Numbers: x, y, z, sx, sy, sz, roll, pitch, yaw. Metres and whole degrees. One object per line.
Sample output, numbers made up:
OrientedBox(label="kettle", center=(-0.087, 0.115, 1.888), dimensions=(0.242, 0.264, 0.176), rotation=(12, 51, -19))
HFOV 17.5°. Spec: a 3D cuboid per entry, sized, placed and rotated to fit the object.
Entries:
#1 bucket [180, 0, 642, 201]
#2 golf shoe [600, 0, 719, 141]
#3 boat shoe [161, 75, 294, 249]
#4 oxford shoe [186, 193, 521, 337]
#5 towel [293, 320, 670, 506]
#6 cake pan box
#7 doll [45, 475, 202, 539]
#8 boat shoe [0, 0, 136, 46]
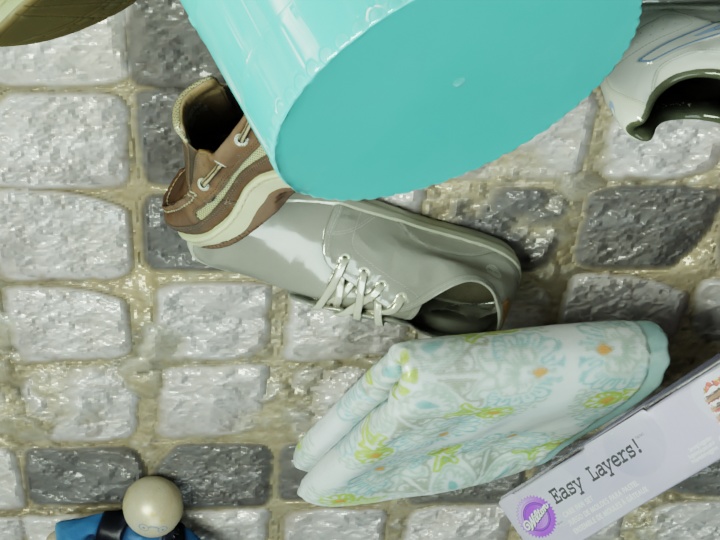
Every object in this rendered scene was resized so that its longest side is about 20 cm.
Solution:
OrientedBox(label="bucket", center=(0.018, -0.135, 1.020), dimensions=(0.206, 0.135, 0.207), rotation=(-22, 157, -10))
OrientedBox(label="golf shoe", center=(0.213, -0.102, 1.145), dimensions=(0.198, 0.098, 0.079), rotation=(-7, 143, 7))
OrientedBox(label="boat shoe", center=(-0.061, -0.071, 1.185), dimensions=(0.075, 0.075, 0.202), rotation=(34, 151, -17))
OrientedBox(label="oxford shoe", center=(0.000, 0.000, 1.311), dimensions=(0.199, 0.058, 0.075), rotation=(12, 141, -18))
OrientedBox(label="towel", center=(0.066, 0.085, 1.372), dimensions=(0.170, 0.048, 0.200), rotation=(-7, 159, -25))
OrientedBox(label="cake pan box", center=(0.195, 0.085, 1.358), dimensions=(0.200, 0.053, 0.184), rotation=(-36, 171, 33))
OrientedBox(label="doll", center=(-0.146, 0.205, 1.570), dimensions=(0.135, 0.049, 0.201), rotation=(11, 135, -4))
OrientedBox(label="boat shoe", center=(-0.119, -0.172, 1.083), dimensions=(0.073, 0.063, 0.200), rotation=(-12, 161, -43))
